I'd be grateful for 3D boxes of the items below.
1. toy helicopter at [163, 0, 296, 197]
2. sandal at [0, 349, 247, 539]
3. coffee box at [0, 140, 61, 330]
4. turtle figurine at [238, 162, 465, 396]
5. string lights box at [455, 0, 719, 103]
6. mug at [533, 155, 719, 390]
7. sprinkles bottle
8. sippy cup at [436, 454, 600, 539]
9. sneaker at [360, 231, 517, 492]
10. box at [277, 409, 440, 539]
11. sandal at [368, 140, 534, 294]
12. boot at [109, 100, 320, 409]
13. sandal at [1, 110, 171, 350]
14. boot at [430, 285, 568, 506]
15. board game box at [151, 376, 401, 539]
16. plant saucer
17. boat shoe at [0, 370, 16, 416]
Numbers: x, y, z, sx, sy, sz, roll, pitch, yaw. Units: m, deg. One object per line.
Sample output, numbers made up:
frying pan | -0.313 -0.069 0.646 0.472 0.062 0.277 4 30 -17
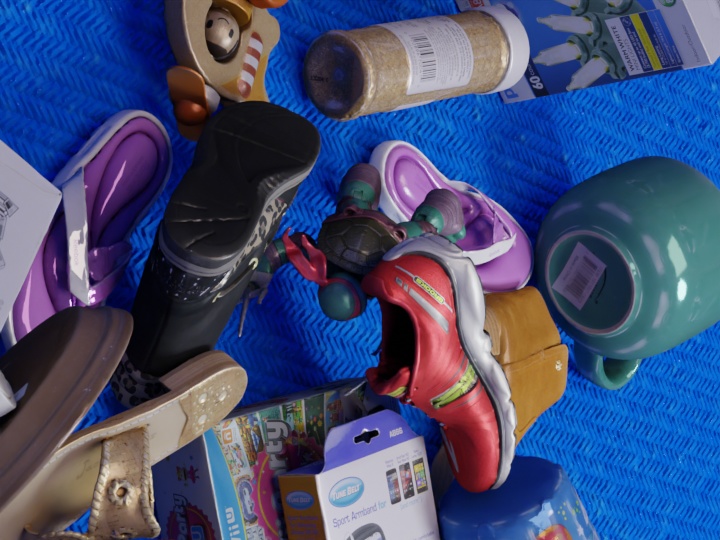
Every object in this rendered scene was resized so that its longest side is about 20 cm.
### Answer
toy helicopter | -0.086 -0.122 1.547 0.132 0.079 0.200 -58 139 -43
sandal | -0.139 0.131 1.394 0.212 0.070 0.078 -37 148 -26
coffee box | -0.317 -0.006 1.170 0.200 0.198 0.200 42 56 -34
turtle figurine | 0.000 0.000 1.572 0.150 0.101 0.200 33 38 0
string lights box | 0.184 -0.201 1.764 0.059 0.200 0.103 -48 119 -41
mug | 0.219 0.010 1.811 0.114 0.152 0.185 -22 101 -47
sprinkles bottle | 0.044 -0.158 1.700 0.200 0.068 0.068 -15 96 -48
sippy cup | 0.116 0.208 1.601 0.139 0.178 0.130 -23 112 -11
sneaker | 0.045 0.070 1.531 0.085 0.077 0.200 -29 118 -23
box | 0.006 0.199 1.536 0.119 0.041 0.200 -15 95 -50
sandal | 0.080 -0.035 1.736 0.203 0.050 0.083 30 63 -43
boot | -0.099 -0.012 1.481 0.073 0.154 0.204 26 35 3
sandal | -0.171 -0.024 1.439 0.082 0.050 0.203 44 54 -35
boot | 0.117 0.117 1.743 0.144 0.071 0.202 -12 96 -53
board game box | -0.049 0.162 1.553 0.200 0.064 0.148 -13 94 -48
plant saucer | -0.208 0.091 1.288 0.029 0.200 0.200 44 52 -15
boat shoe | -0.241 0.055 1.282 0.062 0.200 0.075 -33 113 -6
